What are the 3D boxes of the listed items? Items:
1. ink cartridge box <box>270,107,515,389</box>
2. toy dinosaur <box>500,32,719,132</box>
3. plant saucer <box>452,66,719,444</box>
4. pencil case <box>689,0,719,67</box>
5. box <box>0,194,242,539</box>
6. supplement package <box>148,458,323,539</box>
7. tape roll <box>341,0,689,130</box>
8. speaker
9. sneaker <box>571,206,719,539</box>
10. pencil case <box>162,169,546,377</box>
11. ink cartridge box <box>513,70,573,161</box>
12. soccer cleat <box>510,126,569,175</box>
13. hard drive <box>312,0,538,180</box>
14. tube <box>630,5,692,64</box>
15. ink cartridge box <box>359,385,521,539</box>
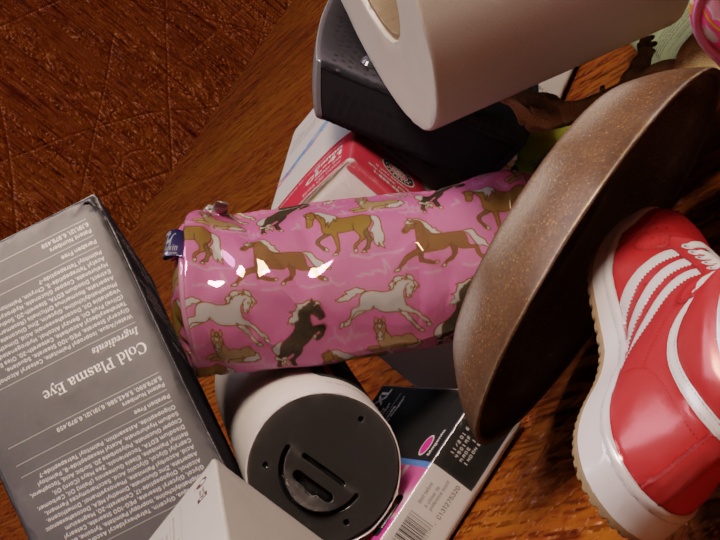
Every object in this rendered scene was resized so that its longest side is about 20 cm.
[{"bbox_3d":[0.028,-0.032,1.083,0.086,0.147,0.200,-46,15,23],"label":"ink cartridge box"},{"bbox_3d":[0.169,-0.095,0.910,0.199,0.059,0.101,-12,16,38],"label":"toy dinosaur"},{"bbox_3d":[0.097,-0.013,0.834,0.201,0.036,0.201,-51,-16,-21],"label":"plant saucer"},{"bbox_3d":[0.204,-0.177,0.806,0.087,0.087,0.201,-33,30,56],"label":"pencil case"},{"bbox_3d":[-0.131,0.083,0.960,0.103,0.183,0.200,-27,-12,-4],"label":"box"},{"bbox_3d":[-0.058,0.217,0.703,0.200,0.147,0.191,-51,13,5],"label":"supplement package"},{"bbox_3d":[0.057,-0.188,0.892,0.138,0.204,0.203,-23,10,-7],"label":"tape roll"},{"bbox_3d":[-0.033,0.083,0.983,0.081,0.081,0.200,-51,12,2],"label":"speaker"},{"bbox_3d":[0.146,0.013,0.716,0.112,0.071,0.201,-43,16,30],"label":"sneaker"},{"bbox_3d":[0.000,0.000,0.939,0.198,0.087,0.083,-7,21,-3],"label":"pencil case"},{"bbox_3d":[0.094,-0.154,1.332,0.146,0.083,0.201,-39,19,48],"label":"ink cartridge box"},{"bbox_3d":[0.131,-0.055,1.023,0.083,0.065,0.200,-22,9,-1],"label":"soccer cleat"},{"bbox_3d":[0.036,-0.114,1.058,0.200,0.134,0.043,-76,9,-66],"label":"hard drive"},{"bbox_3d":[0.187,-0.142,1.064,0.200,0.051,0.059,-111,18,-72],"label":"tube"},{"bbox_3d":[0.016,0.111,0.998,0.095,0.037,0.200,-56,11,-13],"label":"ink cartridge box"}]
